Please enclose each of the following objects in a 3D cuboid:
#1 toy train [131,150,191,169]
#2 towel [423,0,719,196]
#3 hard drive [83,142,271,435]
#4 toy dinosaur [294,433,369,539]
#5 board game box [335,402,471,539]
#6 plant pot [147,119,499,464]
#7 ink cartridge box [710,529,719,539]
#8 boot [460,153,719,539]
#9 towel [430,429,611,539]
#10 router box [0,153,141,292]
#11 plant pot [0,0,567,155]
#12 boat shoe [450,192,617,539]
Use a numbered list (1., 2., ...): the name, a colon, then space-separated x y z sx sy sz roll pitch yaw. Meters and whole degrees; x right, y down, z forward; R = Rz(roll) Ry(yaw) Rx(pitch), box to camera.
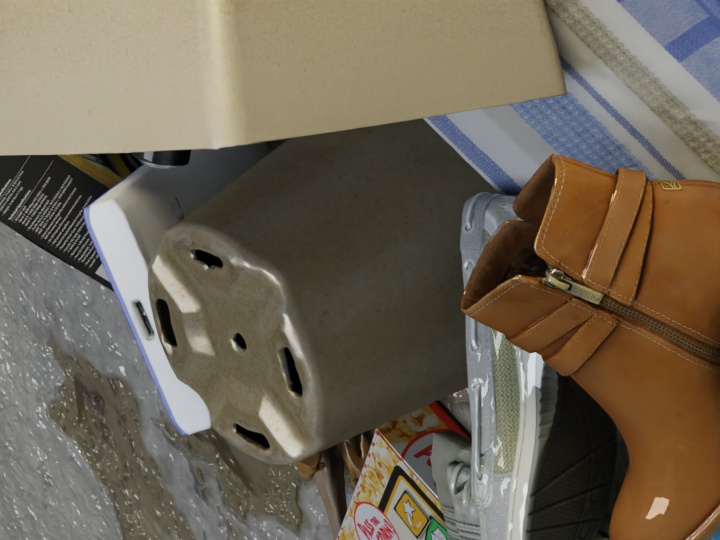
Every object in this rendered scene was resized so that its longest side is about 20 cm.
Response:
1. toy train: -0.108 -0.156 1.401 0.114 0.085 0.201 17 106 26
2. towel: 0.123 -0.075 1.278 0.147 0.024 0.200 42 144 -10
3. hard drive: -0.081 -0.006 1.521 0.025 0.200 0.132 -18 102 23
4. toy dinosaur: -0.022 0.112 1.666 0.106 0.060 0.201 -150 43 -76
5. board game box: 0.072 0.193 1.592 0.200 0.046 0.152 47 146 20
6. plant pot: 0.000 0.000 1.412 0.200 0.183 0.201 33 139 35
7. ink cartridge box: 0.226 0.197 1.359 0.200 0.068 0.115 52 148 15
8. boot: 0.117 0.044 1.267 0.077 0.155 0.200 -103 34 -53
9. towel: 0.110 0.195 1.439 0.200 0.034 0.193 28 140 49
10. router box: -0.187 -0.061 1.606 0.157 0.052 0.200 33 -174 -24
11. plant pot: -0.050 -0.152 1.241 0.200 0.199 0.178 3 101 51
12. boat shoe: 0.079 0.063 1.338 0.065 0.074 0.203 9 106 40
